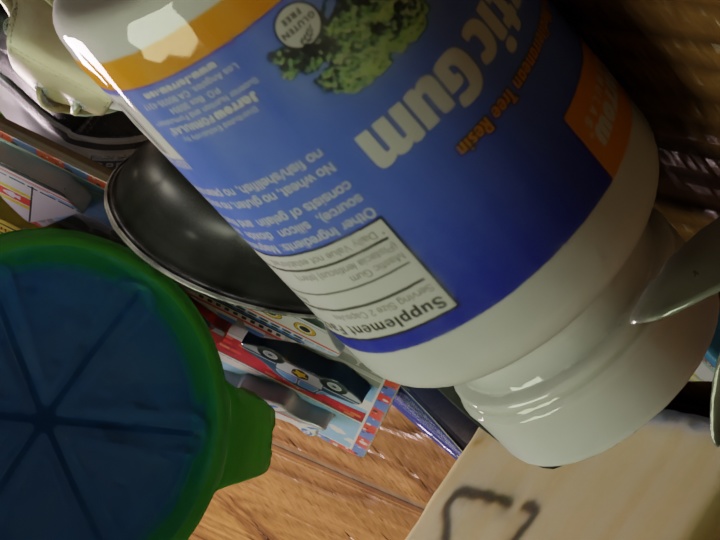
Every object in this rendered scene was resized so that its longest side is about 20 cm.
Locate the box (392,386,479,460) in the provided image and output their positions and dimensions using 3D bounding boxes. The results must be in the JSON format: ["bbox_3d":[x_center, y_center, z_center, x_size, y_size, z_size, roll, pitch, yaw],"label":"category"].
[{"bbox_3d":[-0.008,0.009,1.068,0.200,0.032,0.121,48,174,-36],"label":"box"}]

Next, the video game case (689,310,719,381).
[{"bbox_3d":[0.045,-0.013,0.955,0.143,0.018,0.200,45,165,-13],"label":"video game case"}]

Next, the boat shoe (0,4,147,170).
[{"bbox_3d":[-0.131,-0.104,1.040,0.200,0.071,0.068,44,139,49],"label":"boat shoe"}]

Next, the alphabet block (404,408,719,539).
[{"bbox_3d":[0.107,0.182,0.978,0.196,0.200,0.195,40,167,-21],"label":"alphabet block"}]

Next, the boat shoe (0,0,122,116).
[{"bbox_3d":[-0.078,-0.081,0.867,0.200,0.068,0.075,53,-168,13],"label":"boat shoe"}]

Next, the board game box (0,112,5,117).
[{"bbox_3d":[-0.152,-0.050,1.124,0.199,0.048,0.102,31,-169,-12],"label":"board game box"}]

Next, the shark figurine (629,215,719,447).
[{"bbox_3d":[0.106,-0.005,0.682,0.128,0.089,0.214,53,174,-4],"label":"shark figurine"}]

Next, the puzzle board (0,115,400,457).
[{"bbox_3d":[-0.078,0.007,1.019,0.199,0.017,0.151,26,159,2],"label":"puzzle board"}]

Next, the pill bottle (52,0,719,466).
[{"bbox_3d":[0.015,-0.038,0.773,0.200,0.112,0.112,46,164,-25],"label":"pill bottle"}]

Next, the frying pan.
[{"bbox_3d":[-0.016,-0.001,0.876,0.190,0.114,0.031,-123,41,-51],"label":"frying pan"}]

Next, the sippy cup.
[{"bbox_3d":[-0.132,0.053,1.004,0.178,0.140,0.130,44,165,-17],"label":"sippy cup"}]
